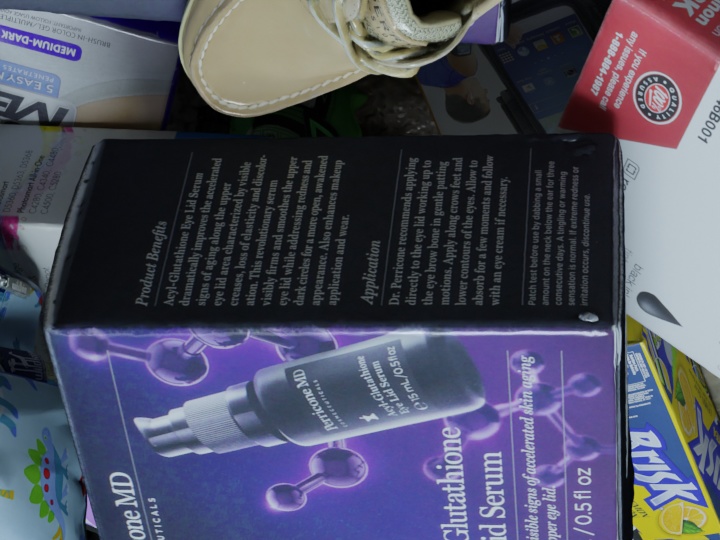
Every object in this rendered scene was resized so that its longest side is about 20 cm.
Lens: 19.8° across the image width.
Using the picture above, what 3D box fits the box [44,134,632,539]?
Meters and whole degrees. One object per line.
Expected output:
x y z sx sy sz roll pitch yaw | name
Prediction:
-0.001 0.038 0.763 0.198 0.105 0.149 -2 132 8 | box

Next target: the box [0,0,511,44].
-0.039 -0.175 0.749 0.198 0.105 0.149 3 137 4 | box

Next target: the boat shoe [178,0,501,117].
0.009 -0.102 0.695 0.199 0.065 0.072 -30 126 33 | boat shoe

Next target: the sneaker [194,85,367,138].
0.000 0.000 0.944 0.085 0.078 0.200 -13 132 19 | sneaker

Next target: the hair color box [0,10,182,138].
-0.142 -0.059 0.913 0.109 0.065 0.201 14 138 -5 | hair color box

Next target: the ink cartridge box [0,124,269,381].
-0.135 0.001 0.878 0.198 0.067 0.117 4 133 7 | ink cartridge box

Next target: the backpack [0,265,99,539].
-0.216 0.063 0.774 0.182 0.148 0.200 -13 162 23 | backpack

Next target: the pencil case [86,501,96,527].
-0.075 0.101 1.015 0.199 0.085 0.085 15 174 24 | pencil case

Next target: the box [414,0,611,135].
0.093 -0.072 0.884 0.118 0.042 0.201 -10 131 18 | box

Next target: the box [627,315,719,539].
0.137 0.080 1.013 0.064 0.070 0.201 -9 134 20 | box

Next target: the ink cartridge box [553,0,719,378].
0.174 -0.023 0.771 0.199 0.084 0.145 35 143 12 | ink cartridge box

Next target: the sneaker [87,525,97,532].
-0.084 0.128 1.092 0.199 0.074 0.082 -11 132 17 | sneaker
